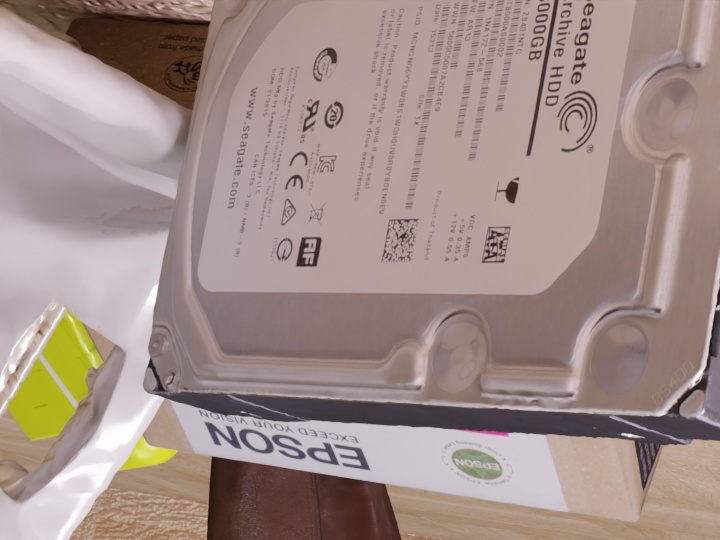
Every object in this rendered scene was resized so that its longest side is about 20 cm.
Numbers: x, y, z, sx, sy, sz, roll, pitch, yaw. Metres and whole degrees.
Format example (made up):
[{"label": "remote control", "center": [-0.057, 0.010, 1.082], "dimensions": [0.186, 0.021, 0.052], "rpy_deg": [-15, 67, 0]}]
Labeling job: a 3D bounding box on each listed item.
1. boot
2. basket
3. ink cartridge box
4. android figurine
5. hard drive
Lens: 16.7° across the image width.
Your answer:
[{"label": "boot", "center": [-0.068, 0.067, 1.077], "dimensions": [0.185, 0.201, 0.064], "rpy_deg": [7, 145, -17]}, {"label": "basket", "center": [-0.167, -0.004, 0.698], "dimensions": [0.161, 0.199, 0.200], "rpy_deg": [35, -175, 29]}, {"label": "ink cartridge box", "center": [0.000, 0.000, 0.835], "dimensions": [0.199, 0.075, 0.165], "rpy_deg": [6, 142, 23]}, {"label": "android figurine", "center": [-0.137, 0.006, 0.993], "dimensions": [0.182, 0.041, 0.200], "rpy_deg": [54, 155, -6]}, {"label": "hard drive", "center": [0.028, -0.030, 0.618], "dimensions": [0.038, 0.140, 0.199], "rpy_deg": [19, 168, -42]}]
